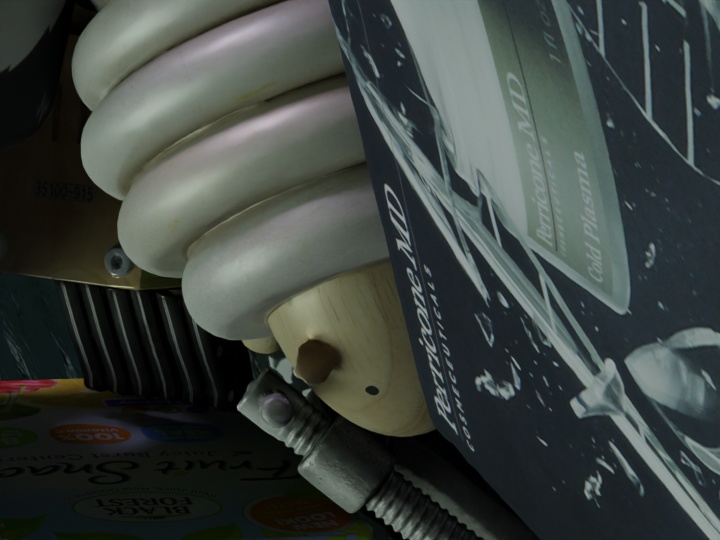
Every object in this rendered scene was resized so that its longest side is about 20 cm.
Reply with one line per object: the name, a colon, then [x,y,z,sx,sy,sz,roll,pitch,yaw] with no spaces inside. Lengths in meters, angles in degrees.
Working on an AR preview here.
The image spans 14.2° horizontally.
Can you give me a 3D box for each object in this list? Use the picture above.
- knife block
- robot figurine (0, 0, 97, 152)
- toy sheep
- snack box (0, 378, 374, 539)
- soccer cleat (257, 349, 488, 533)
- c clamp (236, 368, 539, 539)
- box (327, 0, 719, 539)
knife block: [-0.065,-0.048,1.008,0.175,0.064,0.201,-10,-74,-70]
robot figurine: [-0.130,-0.104,0.763,0.150,0.124,0.201,-46,-29,-69]
toy sheep: [-0.016,-0.052,0.763,0.138,0.137,0.201,127,121,-73]
snack box: [-0.090,0.085,1.005,0.200,0.141,0.053,-141,51,-69]
soccer cleat: [0.000,0.000,0.914,0.081,0.067,0.201,6,123,56]
c clamp: [0.042,0.090,0.819,0.200,0.027,0.171,38,-178,-8]
box: [0.092,-0.017,0.493,0.197,0.124,0.201,47,159,47]
